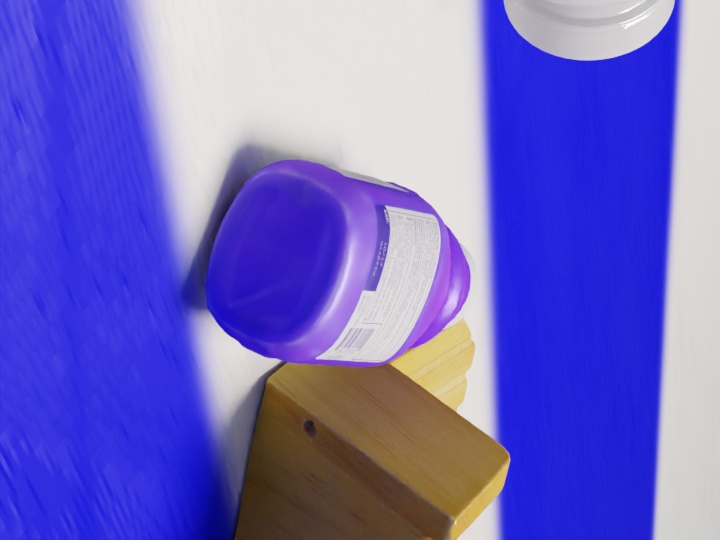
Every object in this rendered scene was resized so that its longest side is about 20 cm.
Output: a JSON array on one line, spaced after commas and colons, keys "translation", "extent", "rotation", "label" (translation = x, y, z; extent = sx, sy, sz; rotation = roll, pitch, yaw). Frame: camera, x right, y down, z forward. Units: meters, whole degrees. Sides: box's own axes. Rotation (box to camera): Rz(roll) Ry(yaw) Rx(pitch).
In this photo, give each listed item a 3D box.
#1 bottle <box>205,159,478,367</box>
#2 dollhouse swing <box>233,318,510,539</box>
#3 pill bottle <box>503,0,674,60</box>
[{"translation": [0.000, 0.000, 1.146], "extent": [0.084, 0.065, 0.200], "rotation": [-69, 160, 5], "label": "bottle"}, {"translation": [0.033, 0.141, 1.251], "extent": [0.176, 0.182, 0.201], "rotation": [-13, 126, -41], "label": "dollhouse swing"}, {"translation": [0.100, -0.187, 1.134], "extent": [0.112, 0.112, 0.200], "rotation": [-56, 157, -29], "label": "pill bottle"}]
